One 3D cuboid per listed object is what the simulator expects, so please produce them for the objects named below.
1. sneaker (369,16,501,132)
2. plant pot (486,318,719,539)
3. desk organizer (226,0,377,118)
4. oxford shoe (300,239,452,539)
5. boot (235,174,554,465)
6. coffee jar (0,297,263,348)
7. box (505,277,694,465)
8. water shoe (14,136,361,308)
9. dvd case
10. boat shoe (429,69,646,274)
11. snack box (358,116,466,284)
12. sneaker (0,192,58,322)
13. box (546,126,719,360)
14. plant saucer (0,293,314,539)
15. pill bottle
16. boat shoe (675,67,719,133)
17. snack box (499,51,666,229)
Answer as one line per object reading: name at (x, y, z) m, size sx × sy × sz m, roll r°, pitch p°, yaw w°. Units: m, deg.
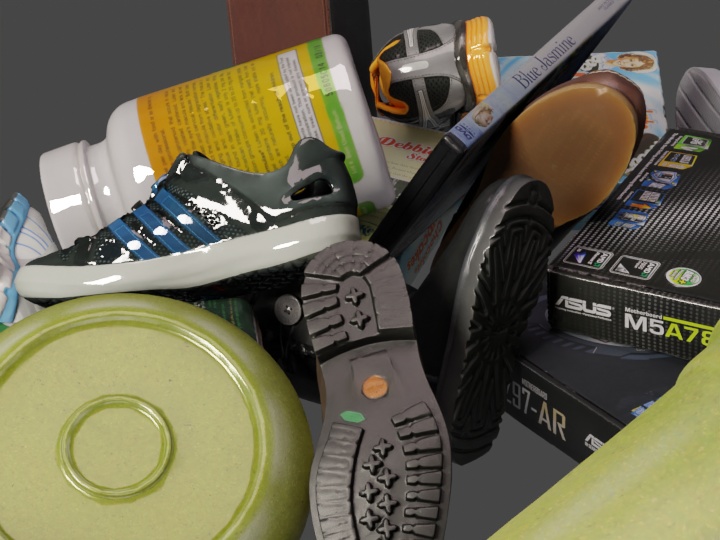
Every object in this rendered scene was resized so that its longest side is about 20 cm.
sneaker at (0.041, -0.126, 1.464) m, size 0.077 × 0.078 × 0.200 m, roll -10°, pitch -7°, yaw -7°
plant pot at (0.152, 0.141, 0.976) m, size 0.184 × 0.200 × 0.200 m, roll -29°, pitch 38°, yaw -20°
desk organizer at (-0.042, -0.172, 1.493) m, size 0.077 × 0.200 × 0.072 m, roll 7°, pitch 32°, yaw 20°
oxford shoe at (0.013, 0.090, 1.132) m, size 0.073 × 0.084 × 0.200 m, roll -5°, pitch 63°, yaw 5°
boot at (0.000, 0.001, 1.240) m, size 0.200 × 0.165 × 0.066 m, roll 22°, pitch 9°, yaw 36°
coffee jar at (-0.151, 0.072, 1.191) m, size 0.200 × 0.085 × 0.104 m, roll -4°, pitch 29°, yaw -5°
box at (0.176, 0.042, 1.263) m, size 0.200 × 0.044 × 0.160 m, roll -21°, pitch 35°, yaw -29°
water shoe at (-0.096, -0.024, 1.216) m, size 0.200 × 0.079 × 0.072 m, roll -9°, pitch -14°, yaw 13°
dvd case at (0.078, -0.082, 1.317) m, size 0.018 × 0.143 × 0.200 m, roll 42°, pitch 49°, yaw 5°
boat shoe at (0.106, -0.053, 1.288) m, size 0.070 × 0.200 × 0.070 m, roll 42°, pitch 44°, yaw 1°
snack box at (-0.037, -0.056, 1.425) m, size 0.200 × 0.037 × 0.116 m, roll 14°, pitch 51°, yaw 26°
sneaker at (-0.199, 0.019, 1.322) m, size 0.087 × 0.075 × 0.200 m, roll 31°, pitch 15°, yaw -15°
box at (0.233, -0.010, 1.260) m, size 0.193 × 0.048 × 0.200 m, roll 11°, pitch 33°, yaw 27°
plant saucer at (-0.122, 0.094, 1.106) m, size 0.200 × 0.031 × 0.200 m, roll 1°, pitch 61°, yaw -2°
pill bottle at (-0.088, -0.063, 1.341) m, size 0.200 × 0.111 × 0.111 m, roll -18°, pitch 30°, yaw 2°
boat shoe at (0.272, -0.066, 1.434) m, size 0.071 × 0.072 × 0.200 m, roll -4°, pitch 39°, yaw -21°
snack box at (0.148, -0.090, 1.483) m, size 0.116 × 0.037 × 0.200 m, roll -2°, pitch 30°, yaw 5°
